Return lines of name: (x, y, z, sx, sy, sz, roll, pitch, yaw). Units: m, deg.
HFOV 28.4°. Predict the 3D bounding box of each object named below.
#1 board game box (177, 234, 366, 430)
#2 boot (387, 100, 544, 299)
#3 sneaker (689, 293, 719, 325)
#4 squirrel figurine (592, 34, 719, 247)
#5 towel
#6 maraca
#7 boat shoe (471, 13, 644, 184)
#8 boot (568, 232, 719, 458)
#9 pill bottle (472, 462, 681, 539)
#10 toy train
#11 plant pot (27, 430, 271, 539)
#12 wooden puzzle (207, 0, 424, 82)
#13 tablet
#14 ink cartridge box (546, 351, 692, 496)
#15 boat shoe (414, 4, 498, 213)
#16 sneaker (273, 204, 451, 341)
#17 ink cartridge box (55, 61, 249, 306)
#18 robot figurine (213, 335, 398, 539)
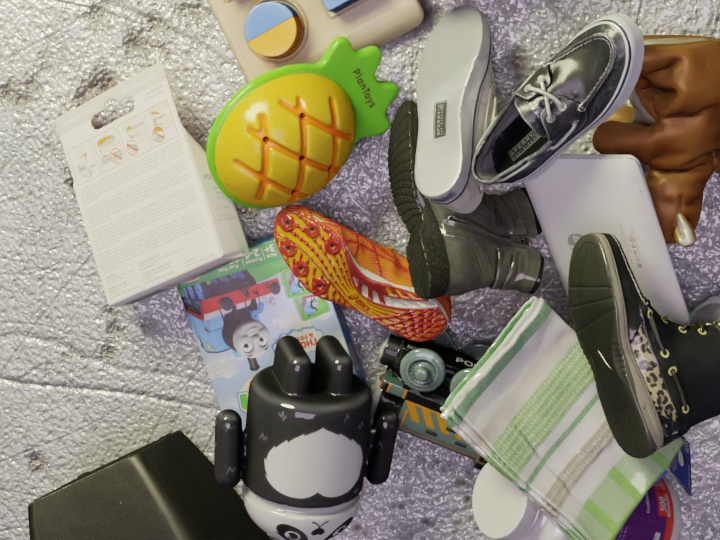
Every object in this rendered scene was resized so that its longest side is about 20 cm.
board game box: (-0.088, 0.069, 1.451, 0.150, 0.037, 0.201, -16, 102, 10)
boot: (0.103, -0.068, 1.379, 0.130, 0.068, 0.201, -6, 78, -19)
sneaker: (0.407, 0.063, 1.334, 0.198, 0.140, 0.078, -7, 104, 8)
squirrel figurine: (0.311, -0.117, 1.301, 0.198, 0.142, 0.188, -1, 103, 5)
towel: (0.187, 0.141, 1.293, 0.200, 0.031, 0.149, 43, 74, -6)
maraca: (-0.055, -0.139, 1.359, 0.199, 0.107, 0.137, -34, 130, -5)
boat shoe: (0.165, -0.143, 1.236, 0.200, 0.068, 0.072, -45, 70, 42)
boot: (0.280, 0.053, 1.297, 0.153, 0.073, 0.205, -15, 88, -25)
pill bottle: (0.208, 0.231, 1.374, 0.199, 0.112, 0.113, 15, 109, -34)
toy train: (0.105, 0.134, 1.424, 0.199, 0.085, 0.115, 20, 115, 2)
plant pot: (-0.224, 0.278, 1.449, 0.199, 0.199, 0.178, -26, 88, 13)
wooden puzzle: (-0.062, -0.283, 1.353, 0.184, 0.046, 0.201, -26, 100, 12)
tablet: (0.227, -0.026, 1.333, 0.130, 0.014, 0.201, 5, 133, 40)
ink cartridge box: (0.241, 0.135, 1.383, 0.200, 0.119, 0.042, 42, 110, -4)
boat shoe: (0.098, -0.149, 1.338, 0.071, 0.070, 0.201, -10, 65, 34)
sneaker: (0.000, 0.000, 1.399, 0.199, 0.077, 0.073, 35, 115, -10)
ink cartridge box: (-0.209, -0.083, 1.405, 0.160, 0.050, 0.201, -21, 82, 33)
robot figurine: (-0.052, 0.167, 1.388, 0.149, 0.125, 0.201, 13, 108, 21)
